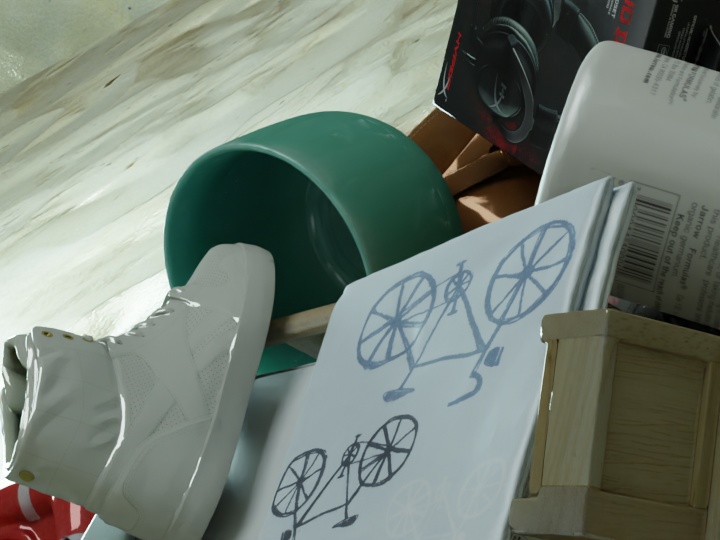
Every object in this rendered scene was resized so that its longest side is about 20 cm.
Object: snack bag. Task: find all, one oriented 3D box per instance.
[{"bbox_3d":[0.027,0.065,0.999,0.188,0.021,0.200,-23,40,48],"label":"snack bag"}]

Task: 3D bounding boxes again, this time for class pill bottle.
[{"bbox_3d":[0.187,-0.025,1.099,0.200,0.114,0.114,18,34,10],"label":"pill bottle"}]

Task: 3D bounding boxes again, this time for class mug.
[{"bbox_3d":[-0.009,0.001,1.337,0.114,0.185,0.152,-26,-9,-48],"label":"mug"}]

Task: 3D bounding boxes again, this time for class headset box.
[{"bbox_3d":[0.130,-0.121,1.250,0.077,0.149,0.200,4,20,-29],"label":"headset box"}]

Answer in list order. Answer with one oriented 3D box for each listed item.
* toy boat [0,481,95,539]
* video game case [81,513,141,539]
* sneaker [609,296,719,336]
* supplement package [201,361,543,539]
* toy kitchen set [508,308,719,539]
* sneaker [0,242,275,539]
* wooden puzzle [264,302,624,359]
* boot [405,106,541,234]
[{"bbox_3d":[-0.213,0.179,1.365,0.200,0.131,0.131,-23,-25,36],"label":"toy boat"},{"bbox_3d":[-0.140,0.199,1.168,0.200,0.023,0.182,-64,-10,-48],"label":"video game case"},{"bbox_3d":[0.194,0.013,1.210,0.200,0.071,0.098,-24,16,27],"label":"sneaker"},{"bbox_3d":[0.004,0.128,1.115,0.200,0.111,0.156,-16,39,49],"label":"supplement package"},{"bbox_3d":[0.114,0.118,0.924,0.180,0.200,0.163,-9,71,57],"label":"toy kitchen set"},{"bbox_3d":[-0.110,0.039,1.149,0.200,0.115,0.074,-78,14,-51],"label":"sneaker"},{"bbox_3d":[0.074,0.057,1.178,0.185,0.200,0.046,-17,58,48],"label":"wooden puzzle"},{"bbox_3d":[0.129,-0.069,1.396,0.200,0.155,0.074,-36,-17,-32],"label":"boot"}]
